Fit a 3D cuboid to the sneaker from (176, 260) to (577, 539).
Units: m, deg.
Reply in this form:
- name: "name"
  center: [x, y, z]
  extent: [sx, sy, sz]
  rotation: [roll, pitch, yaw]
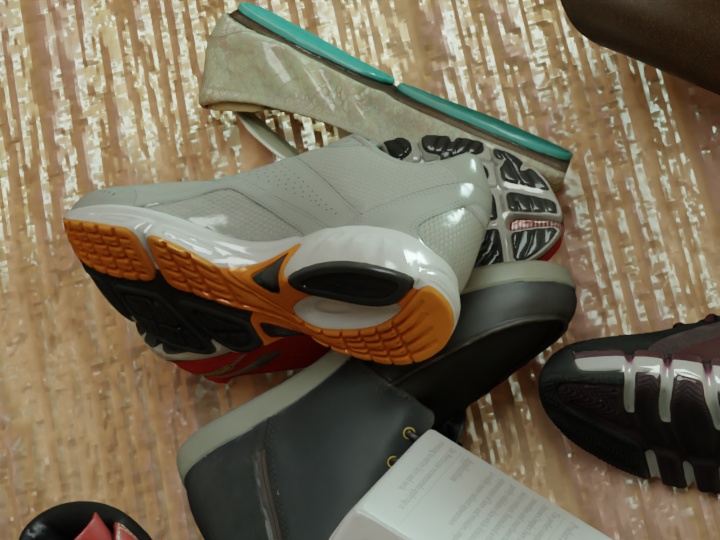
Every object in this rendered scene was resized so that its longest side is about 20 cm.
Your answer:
- name: "sneaker"
  center: [0.022, 0.082, 1.222]
  extent: [0.200, 0.075, 0.106]
  rotation: [-34, 62, 22]

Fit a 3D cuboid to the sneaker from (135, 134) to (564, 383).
- name: "sneaker"
  center: [0.000, 0.000, 1.274]
  extent: [0.200, 0.085, 0.077]
  rotation: [-15, 62, 19]

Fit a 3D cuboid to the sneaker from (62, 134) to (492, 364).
- name: "sneaker"
  center: [-0.031, -0.017, 1.214]
  extent: [0.200, 0.076, 0.092]
  rotation: [8, 50, 31]

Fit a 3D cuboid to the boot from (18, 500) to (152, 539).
- name: "boot"
  center: [-0.051, 0.160, 1.122]
  extent: [0.200, 0.144, 0.072]
  rotation: [23, 66, 43]

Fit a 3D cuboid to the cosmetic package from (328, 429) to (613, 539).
- name: "cosmetic package"
  center: [0.080, 0.153, 1.122]
  extent: [0.200, 0.102, 0.074]
  rotation: [33, 114, 9]

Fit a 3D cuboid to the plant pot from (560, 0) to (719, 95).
- name: "plant pot"
  center: [0.204, -0.144, 1.255]
  extent: [0.198, 0.200, 0.200]
  rotation: [21, 68, 31]

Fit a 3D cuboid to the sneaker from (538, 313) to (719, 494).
- name: "sneaker"
  center: [0.183, 0.033, 1.232]
  extent: [0.200, 0.076, 0.116]
  rotation: [7, 51, 14]

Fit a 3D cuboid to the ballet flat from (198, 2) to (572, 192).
- name: "ballet flat"
  center: [0.009, -0.062, 1.335]
  extent: [0.200, 0.067, 0.062]
  rotation: [27, 98, 29]
